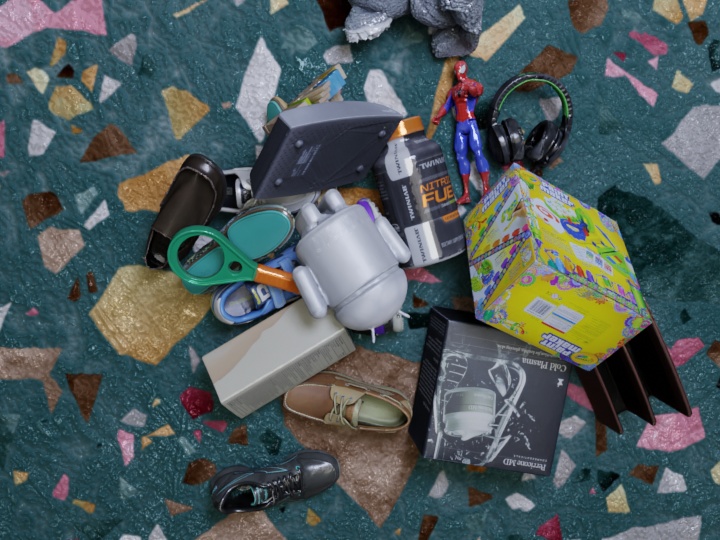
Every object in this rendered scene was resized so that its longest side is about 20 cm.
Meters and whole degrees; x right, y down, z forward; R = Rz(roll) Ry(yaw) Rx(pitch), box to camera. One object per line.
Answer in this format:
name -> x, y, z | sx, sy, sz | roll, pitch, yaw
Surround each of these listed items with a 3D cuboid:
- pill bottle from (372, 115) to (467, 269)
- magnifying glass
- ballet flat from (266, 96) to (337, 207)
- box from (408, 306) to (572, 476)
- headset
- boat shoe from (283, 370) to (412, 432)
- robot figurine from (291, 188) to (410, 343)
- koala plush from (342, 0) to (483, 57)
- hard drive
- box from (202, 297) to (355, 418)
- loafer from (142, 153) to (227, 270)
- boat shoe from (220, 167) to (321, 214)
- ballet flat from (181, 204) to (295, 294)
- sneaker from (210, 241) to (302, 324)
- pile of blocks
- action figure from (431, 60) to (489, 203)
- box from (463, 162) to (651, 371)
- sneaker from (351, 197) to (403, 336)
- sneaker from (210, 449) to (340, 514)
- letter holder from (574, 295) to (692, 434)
pill bottle -> 0.078, -0.113, 1.051 | 0.104, 0.106, 0.204 | -18, 97, -5
magnifying glass -> -0.160, -0.004, 0.986 | 0.196, 0.023, 0.081 | 17, 113, -13
ballet flat -> -0.077, -0.155, 1.060 | 0.062, 0.068, 0.204 | -24, 101, -32
box -> 0.189, 0.174, 1.083 | 0.195, 0.124, 0.201 | 10, 96, -7
headset -> 0.245, -0.181, 1.069 | 0.120, 0.094, 0.205 | 3, 111, -6
boat shoe -> -0.015, 0.196, 1.084 | 0.195, 0.074, 0.078 | 7, 94, -7
robot figurine -> -0.012, -0.006, 0.985 | 0.168, 0.113, 0.202 | -32, 86, -19
koala plush -> 0.068, -0.395, 1.002 | 0.195, 0.184, 0.182 | 1, 95, 5
hard drive -> -0.045, -0.158, 0.943 | 0.198, 0.135, 0.043 | -17, 63, -43
box -> -0.112, 0.118, 1.045 | 0.197, 0.095, 0.078 | -30, 64, -5
loafer -> -0.238, -0.067, 0.986 | 0.072, 0.072, 0.201 | 30, 128, -4
boat shoe -> -0.153, -0.106, 1.016 | 0.195, 0.065, 0.075 | -4, 105, 14
ballet flat -> -0.168, -0.038, 1.024 | 0.197, 0.074, 0.075 | -29, 98, 20
sneaker -> -0.123, 0.021, 1.052 | 0.197, 0.082, 0.075 | -31, 96, -4
pile of blocks -> -0.053, -0.218, 0.999 | 0.081, 0.201, 0.063 | -17, 117, 38
action figure -> 0.143, -0.199, 1.055 | 0.064, 0.098, 0.205 | -3, 95, 35
box -> 0.259, -0.005, 0.993 | 0.197, 0.195, 0.122 | 25, 130, -20
sneaker -> 0.000, 0.000, 1.070 | 0.097, 0.070, 0.205 | -11, 96, -3
sneaker -> -0.123, 0.321, 1.081 | 0.195, 0.079, 0.077 | -12, 97, -7
letter holder -> 0.387, 0.135, 1.091 | 0.099, 0.142, 0.203 | -26, 98, -3
